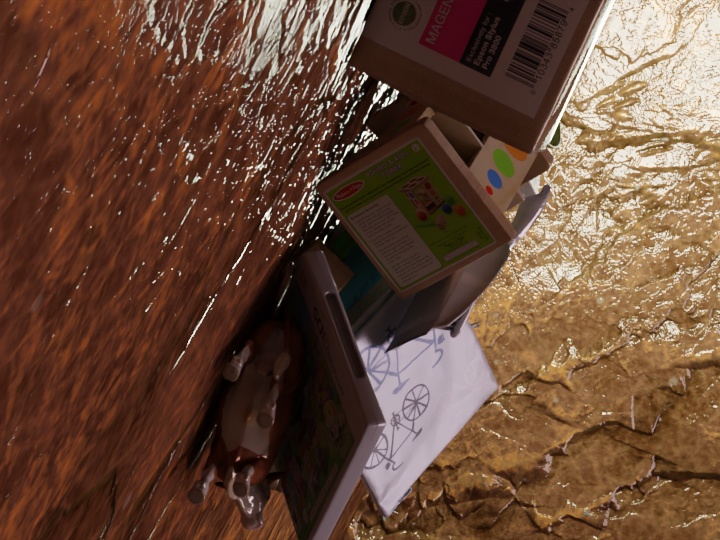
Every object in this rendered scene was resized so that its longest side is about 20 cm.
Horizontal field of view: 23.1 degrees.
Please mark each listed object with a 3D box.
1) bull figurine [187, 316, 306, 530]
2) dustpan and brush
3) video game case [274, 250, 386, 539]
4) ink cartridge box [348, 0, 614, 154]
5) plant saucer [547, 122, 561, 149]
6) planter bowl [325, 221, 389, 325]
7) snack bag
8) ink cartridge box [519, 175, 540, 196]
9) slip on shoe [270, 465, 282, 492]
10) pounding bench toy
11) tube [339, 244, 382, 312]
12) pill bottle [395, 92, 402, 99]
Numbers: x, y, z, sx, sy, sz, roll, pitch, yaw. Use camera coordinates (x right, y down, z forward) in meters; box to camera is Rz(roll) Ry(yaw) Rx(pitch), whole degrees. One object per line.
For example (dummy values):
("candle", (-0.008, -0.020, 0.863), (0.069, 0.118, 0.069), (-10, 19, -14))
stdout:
("bull figurine", (-0.094, 0.137, 1.489), (0.121, 0.065, 0.200), (-56, 159, -71))
("dustpan and brush", (0.106, -0.005, 1.564), (0.200, 0.057, 0.140), (-61, -171, -17))
("video game case", (-0.041, 0.115, 1.511), (0.200, 0.022, 0.182), (113, -35, -47))
("ink cartridge box", (0.106, -0.212, 1.341), (0.200, 0.165, 0.075), (-66, 171, 13))
("plant saucer", (0.154, -0.214, 1.810), (0.031, 0.200, 0.200), (-20, -172, 18))
("planter bowl", (0.015, 0.051, 1.742), (0.200, 0.135, 0.200), (-62, 172, -14))
("snack bag", (0.044, 0.105, 1.650), (0.189, 0.021, 0.200), (-47, 132, -22))
("ink cartridge box", (0.141, -0.154, 1.865), (0.067, 0.117, 0.200), (-22, -158, 19))
("slip on shoe", (-0.072, 0.172, 1.827), (0.076, 0.061, 0.200), (-66, 173, 19))
("pounding bench toy", (0.043, -0.071, 1.531), (0.200, 0.124, 0.156), (-30, -164, 35))
("tube", (0.000, 0.000, 1.624), (0.200, 0.050, 0.077), (-52, 172, -27))
("pill bottle", (0.094, -0.176, 1.614), (0.109, 0.109, 0.200), (-58, 171, -40))
